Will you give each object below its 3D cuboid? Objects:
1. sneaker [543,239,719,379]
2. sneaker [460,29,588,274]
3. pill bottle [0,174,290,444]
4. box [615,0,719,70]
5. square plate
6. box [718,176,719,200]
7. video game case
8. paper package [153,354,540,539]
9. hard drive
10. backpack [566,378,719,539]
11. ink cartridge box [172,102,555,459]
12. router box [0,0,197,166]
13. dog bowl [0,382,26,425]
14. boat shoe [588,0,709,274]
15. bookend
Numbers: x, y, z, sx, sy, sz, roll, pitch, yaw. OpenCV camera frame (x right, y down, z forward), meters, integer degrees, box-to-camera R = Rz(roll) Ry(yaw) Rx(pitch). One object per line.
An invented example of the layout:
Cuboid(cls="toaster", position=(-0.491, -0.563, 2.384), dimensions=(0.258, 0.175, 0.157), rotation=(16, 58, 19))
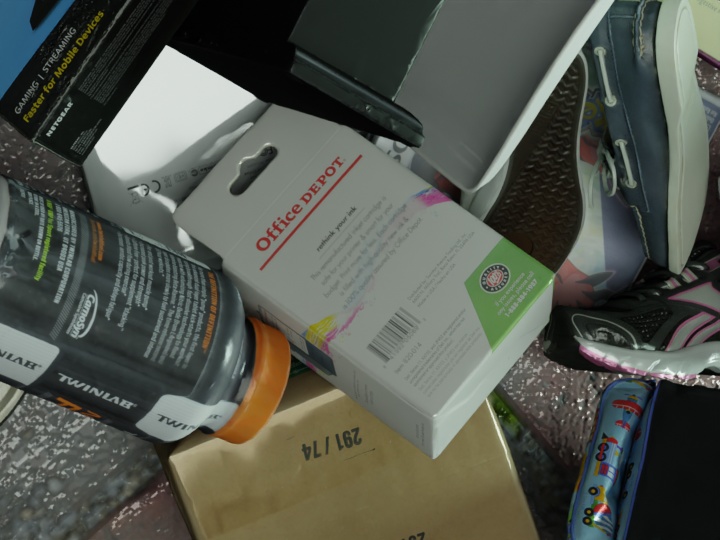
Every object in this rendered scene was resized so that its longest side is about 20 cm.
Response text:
Cuboid(cls="sneaker", position=(0.197, 0.023, 1.611), dimensions=(0.199, 0.080, 0.087), rotation=(2, 89, -38))
Cuboid(cls="sneaker", position=(0.094, -0.072, 1.545), dimensions=(0.072, 0.085, 0.201), rotation=(-4, 127, -18))
Cuboid(cls="pill bottle", position=(-0.138, 0.031, 1.433), dimensions=(0.199, 0.106, 0.107), rotation=(25, 98, -26))
Cuboid(cls="box", position=(0.221, -0.233, 1.536), dimensions=(0.175, 0.097, 0.201), rotation=(27, 97, -20))
Cuboid(cls="square plate", position=(0.078, -0.156, 1.470), dimensions=(0.028, 0.198, 0.200), rotation=(31, 96, -36))
Cuboid(cls="box", position=(0.356, -0.012, 1.548), dimensions=(0.198, 0.200, 0.131), rotation=(-21, 111, -35))
Cuboid(cls="video game case", position=(0.103, -0.066, 1.589), dimensions=(0.199, 0.023, 0.183), rotation=(25, 97, -20))
Cuboid(cls="paper package", position=(-0.007, 0.135, 1.573), dimensions=(0.199, 0.103, 0.192), rotation=(-23, 108, -7))
Cuboid(cls="hard drive", position=(-0.107, -0.097, 1.522), dimensions=(0.131, 0.027, 0.201), rotation=(-17, 109, -10))
Cuboid(cls="backpack", position=(0.195, 0.187, 1.609), dimensions=(0.134, 0.183, 0.200), rotation=(12, 145, 9))
Cuboid(cls="ink cartridge box", position=(0.000, 0.000, 1.496), dimensions=(0.200, 0.067, 0.117), rotation=(37, 72, 16))
Cuboid(cls="router box", position=(-0.154, -0.180, 1.423), dimensions=(0.200, 0.149, 0.051), rotation=(-54, 146, 3))
Cuboid(cls="dog bowl", position=(-0.282, 0.015, 1.481), dimensions=(0.199, 0.074, 0.201), rotation=(-4, 105, -14))
Cuboid(cls="boat shoe", position=(0.168, -0.079, 1.522), dimensions=(0.061, 0.075, 0.201), rotation=(6, 141, 18))
Cuboid(cls="bookend", position=(-0.004, -0.188, 1.414), dimensions=(0.092, 0.199, 0.201), rotation=(28, 87, -29))
